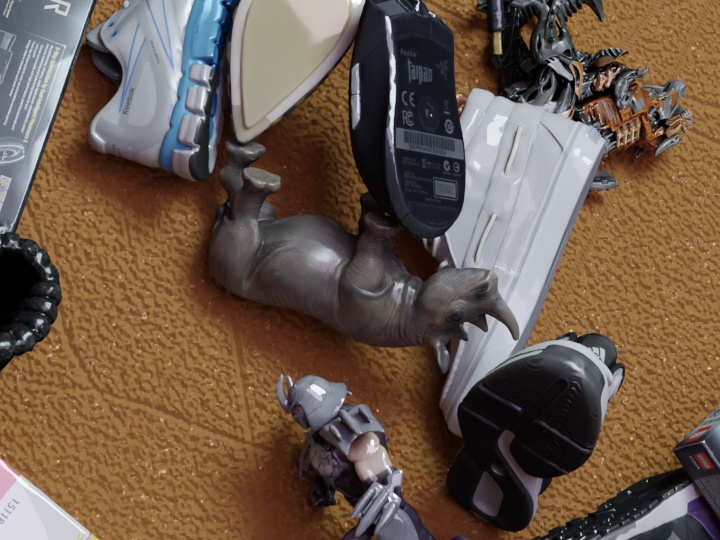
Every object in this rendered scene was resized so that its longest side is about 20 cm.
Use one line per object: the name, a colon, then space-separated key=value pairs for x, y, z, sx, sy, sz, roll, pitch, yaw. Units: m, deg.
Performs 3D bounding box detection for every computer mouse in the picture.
computer mouse: x=0.036 y=-0.117 z=1.232 sx=0.140 sy=0.046 sz=0.201 roll=-3 pitch=85 yaw=-53

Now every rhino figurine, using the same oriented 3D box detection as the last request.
rhino figurine: x=0.000 y=0.000 z=1.230 sx=0.199 sy=0.088 sz=0.060 roll=22 pitch=28 yaw=10

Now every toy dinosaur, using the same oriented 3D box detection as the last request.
toy dinosaur: x=0.118 y=-0.115 z=1.331 sx=0.199 sy=0.102 sz=0.136 roll=-4 pitch=95 yaw=-45

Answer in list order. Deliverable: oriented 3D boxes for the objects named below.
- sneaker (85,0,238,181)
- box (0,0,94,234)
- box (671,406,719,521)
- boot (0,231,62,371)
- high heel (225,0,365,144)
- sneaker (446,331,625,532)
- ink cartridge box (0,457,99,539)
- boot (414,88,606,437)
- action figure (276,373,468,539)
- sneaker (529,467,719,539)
sneaker: x=-0.115 y=-0.150 z=1.256 sx=0.086 sy=0.075 sz=0.201 roll=7 pitch=61 yaw=7
box: x=-0.241 y=-0.124 z=1.189 sx=0.160 sy=0.044 sz=0.201 roll=18 pitch=71 yaw=-8
box: x=0.284 y=0.156 z=1.284 sx=0.110 sy=0.035 sz=0.200 roll=-36 pitch=94 yaw=-28
boot: x=-0.249 y=0.072 z=1.092 sx=0.079 sy=0.158 sz=0.211 roll=42 pitch=65 yaw=-7
high heel: x=-0.032 y=-0.166 z=1.282 sx=0.071 sy=0.143 sz=0.201 roll=23 pitch=89 yaw=-5
sneaker: x=0.110 y=0.063 z=1.225 sx=0.075 sy=0.201 sz=0.116 roll=32 pitch=62 yaw=5
ink cartridge box: x=-0.175 y=0.195 z=1.141 sx=0.200 sy=0.067 sz=0.117 roll=40 pitch=66 yaw=-8
boot: x=0.067 y=-0.007 z=1.284 sx=0.095 sy=0.074 sz=0.201 roll=23 pitch=91 yaw=9
action figure: x=0.012 y=0.136 z=1.203 sx=0.069 sy=0.130 sz=0.200 roll=-34 pitch=107 yaw=3
sneaker: x=0.162 y=0.181 z=1.257 sx=0.200 sy=0.076 sz=0.088 roll=-19 pitch=90 yaw=-44
